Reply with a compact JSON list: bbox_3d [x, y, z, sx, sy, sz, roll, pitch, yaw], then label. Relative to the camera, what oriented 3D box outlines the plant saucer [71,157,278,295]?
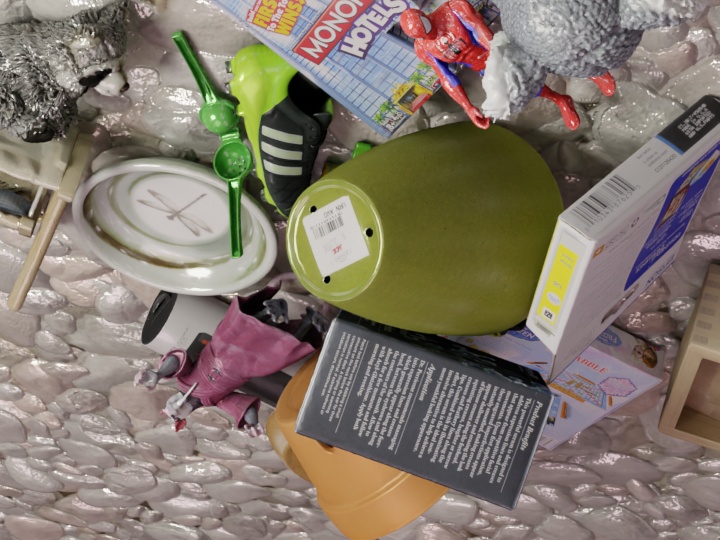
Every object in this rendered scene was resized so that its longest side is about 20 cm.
[{"bbox_3d":[-0.174,-0.053,1.315,0.200,0.050,0.200,7,145,5],"label":"plant saucer"}]

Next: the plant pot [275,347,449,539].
[{"bbox_3d":[0.009,0.150,1.372,0.200,0.200,0.140,-28,113,41],"label":"plant pot"}]

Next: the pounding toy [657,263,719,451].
[{"bbox_3d":[0.409,0.096,1.319,0.200,0.142,0.184,16,145,11],"label":"pounding toy"}]

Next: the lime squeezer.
[{"bbox_3d":[-0.127,-0.115,1.201,0.038,0.071,0.200,-5,106,32],"label":"lime squeezer"}]

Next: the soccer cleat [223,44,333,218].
[{"bbox_3d":[-0.058,-0.116,1.191,0.081,0.068,0.200,-9,141,6],"label":"soccer cleat"}]

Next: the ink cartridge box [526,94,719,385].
[{"bbox_3d":[0.219,-0.025,1.143,0.047,0.198,0.200,40,149,19],"label":"ink cartridge box"}]

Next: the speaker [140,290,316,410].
[{"bbox_3d":[-0.133,0.085,1.467,0.200,0.081,0.081,30,140,-23],"label":"speaker"}]

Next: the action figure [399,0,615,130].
[{"bbox_3d":[0.113,-0.140,1.014,0.200,0.099,0.065,17,130,-35],"label":"action figure"}]

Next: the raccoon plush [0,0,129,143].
[{"bbox_3d":[-0.285,-0.192,1.128,0.200,0.097,0.134,23,135,-15],"label":"raccoon plush"}]

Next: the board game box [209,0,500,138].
[{"bbox_3d":[-0.008,-0.215,1.043,0.200,0.062,0.200,25,142,-19],"label":"board game box"}]

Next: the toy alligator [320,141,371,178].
[{"bbox_3d":[-0.021,-0.043,1.285,0.059,0.054,0.200,16,144,-6],"label":"toy alligator"}]

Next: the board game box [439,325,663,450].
[{"bbox_3d":[0.178,0.102,1.440,0.200,0.041,0.200,26,142,-18],"label":"board game box"}]

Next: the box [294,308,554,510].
[{"bbox_3d":[0.056,0.115,1.210,0.200,0.107,0.148,20,-176,0],"label":"box"}]

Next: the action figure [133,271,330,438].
[{"bbox_3d":[-0.138,0.086,1.380,0.134,0.149,0.200,41,117,-20],"label":"action figure"}]

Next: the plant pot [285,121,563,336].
[{"bbox_3d":[0.036,-0.029,1.106,0.187,0.187,0.200,-20,172,36],"label":"plant pot"}]

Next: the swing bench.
[{"bbox_3d":[-0.364,-0.092,1.250,0.199,0.130,0.200,22,137,-14],"label":"swing bench"}]

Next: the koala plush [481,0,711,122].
[{"bbox_3d":[0.135,-0.198,0.888,0.177,0.200,0.184,-26,134,20],"label":"koala plush"}]

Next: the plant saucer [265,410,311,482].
[{"bbox_3d":[-0.020,0.220,1.657,0.200,0.035,0.200,7,144,5],"label":"plant saucer"}]

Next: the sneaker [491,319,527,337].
[{"bbox_3d":[0.110,0.034,1.301,0.200,0.074,0.085,-39,83,43],"label":"sneaker"}]
